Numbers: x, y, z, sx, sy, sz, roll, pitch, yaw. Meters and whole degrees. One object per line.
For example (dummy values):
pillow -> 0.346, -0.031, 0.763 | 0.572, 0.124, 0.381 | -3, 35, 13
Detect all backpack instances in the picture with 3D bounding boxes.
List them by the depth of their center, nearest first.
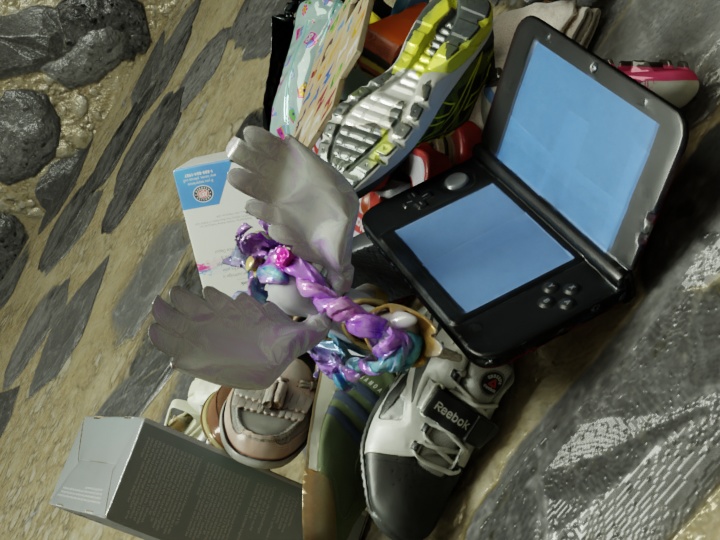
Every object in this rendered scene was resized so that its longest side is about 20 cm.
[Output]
backpack -> -0.020, -0.193, 1.167 | 0.126, 0.166, 0.201 | -4, 64, 56

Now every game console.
game console -> 0.099, -0.060, 0.748 | 0.172, 0.119, 0.200 | -26, 39, -10

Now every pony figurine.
pony figurine -> -0.037, 0.013, 0.764 | 0.167, 0.192, 0.200 | -64, 13, -3

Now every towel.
towel -> 0.128, -0.174, 0.992 | 0.133, 0.034, 0.200 | -64, 24, -10

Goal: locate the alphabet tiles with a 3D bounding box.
alphabet tiles -> -0.024, -0.184, 0.981 | 0.167, 0.008, 0.201 | -51, 21, 49

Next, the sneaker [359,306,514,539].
sneaker -> 0.061, 0.091, 0.769 | 0.088, 0.074, 0.201 | -25, 41, 55

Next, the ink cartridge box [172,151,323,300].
ink cartridge box -> -0.095, -0.018, 1.071 | 0.115, 0.201, 0.067 | -9, 15, 13

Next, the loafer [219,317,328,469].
loafer -> -0.061, 0.083, 0.865 | 0.200, 0.071, 0.063 | -64, -10, -71

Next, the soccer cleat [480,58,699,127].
soccer cleat -> 0.167, -0.111, 0.819 | 0.200, 0.070, 0.087 | 9, 103, 55

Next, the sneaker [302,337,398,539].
sneaker -> 0.011, 0.120, 0.817 | 0.201, 0.089, 0.067 | -82, -11, -52

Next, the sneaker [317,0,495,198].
sneaker -> 0.048, -0.123, 0.867 | 0.074, 0.085, 0.200 | 33, 78, 35

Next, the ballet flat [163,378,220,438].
ballet flat -> -0.159, 0.144, 1.129 | 0.200, 0.069, 0.070 | -46, 26, 43

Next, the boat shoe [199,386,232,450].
boat shoe -> -0.081, 0.108, 0.969 | 0.068, 0.072, 0.200 | -46, -1, 18

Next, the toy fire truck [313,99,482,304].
toy fire truck -> 0.025, -0.061, 0.993 | 0.200, 0.111, 0.169 | -142, 55, -61

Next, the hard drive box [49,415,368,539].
hard drive box -> -0.121, 0.186, 0.863 | 0.156, 0.199, 0.077 | -11, 54, 59

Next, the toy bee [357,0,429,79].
toy bee -> 0.068, -0.202, 1.002 | 0.131, 0.199, 0.109 | 51, 146, 31

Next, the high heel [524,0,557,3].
high heel -> 0.111, -0.292, 0.971 | 0.199, 0.072, 0.143 | 18, 49, 25

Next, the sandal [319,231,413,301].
sandal -> -0.001, 0.000, 0.918 | 0.200, 0.076, 0.043 | -33, 40, 56

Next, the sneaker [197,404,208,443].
sneaker -> -0.168, 0.215, 1.057 | 0.200, 0.093, 0.070 | -57, 24, 6
